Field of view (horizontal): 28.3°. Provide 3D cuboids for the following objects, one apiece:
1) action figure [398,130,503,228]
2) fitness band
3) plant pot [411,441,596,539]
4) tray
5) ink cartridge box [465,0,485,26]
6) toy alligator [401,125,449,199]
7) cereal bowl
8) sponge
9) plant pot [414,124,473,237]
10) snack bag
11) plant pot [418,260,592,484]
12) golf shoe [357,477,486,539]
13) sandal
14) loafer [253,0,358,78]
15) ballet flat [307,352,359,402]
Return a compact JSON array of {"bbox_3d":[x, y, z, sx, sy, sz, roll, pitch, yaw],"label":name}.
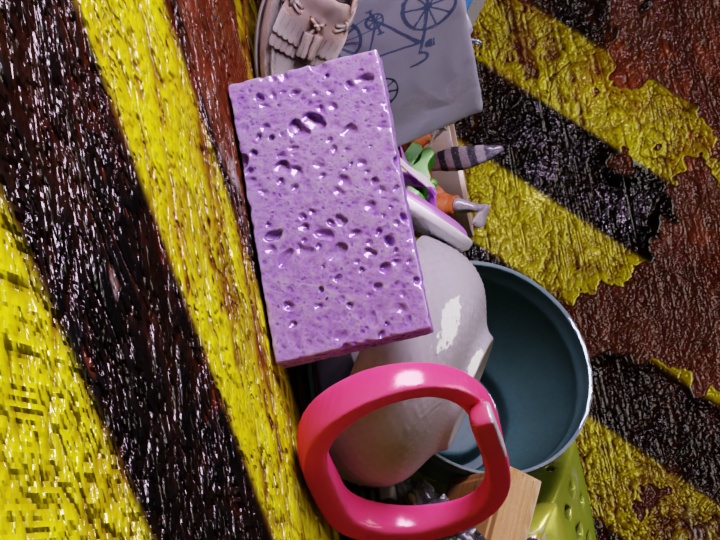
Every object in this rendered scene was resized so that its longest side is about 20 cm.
[{"bbox_3d":[0.058,-0.074,1.477,0.104,0.192,0.201,-41,113,-36],"label":"action figure"},{"bbox_3d":[0.032,0.133,1.009,0.201,0.142,0.038,70,9,-51],"label":"fitness band"},{"bbox_3d":[0.120,0.287,1.336,0.182,0.198,0.201,-50,130,-74],"label":"plant pot"},{"bbox_3d":[0.081,0.262,1.148,0.098,0.037,0.202,-27,-141,59],"label":"tray"},{"bbox_3d":[0.022,-0.288,1.289,0.067,0.199,0.116,-47,168,-50],"label":"ink cartridge box"},{"bbox_3d":[0.044,-0.075,1.330,0.054,0.200,0.059,39,-17,16],"label":"toy alligator"},{"bbox_3d":[0.048,0.080,1.104,0.200,0.083,0.202,23,90,-80],"label":"cereal bowl"},{"bbox_3d":[-0.021,-0.043,0.992,0.030,0.110,0.202,51,28,-79],"label":"sponge"},{"bbox_3d":[0.045,-0.125,1.614,0.200,0.133,0.203,-11,90,-83],"label":"plant pot"},{"bbox_3d":[0.016,-0.174,1.241,0.201,0.187,0.022,70,-6,-51],"label":"snack bag"},{"bbox_3d":[0.093,0.112,1.296,0.134,0.198,0.202,119,-34,-59],"label":"plant pot"},{"bbox_3d":[0.022,0.209,1.176,0.078,0.095,0.200,42,-6,-16],"label":"golf shoe"},{"bbox_3d":[0.013,-0.084,1.149,0.202,0.050,0.082,34,1,24],"label":"sandal"},{"bbox_3d":[-0.030,-0.226,1.122,0.063,0.071,0.202,9,-101,67],"label":"loafer"},{"bbox_3d":[-0.019,0.019,1.104,0.073,0.072,0.203,29,50,-82],"label":"ballet flat"}]
